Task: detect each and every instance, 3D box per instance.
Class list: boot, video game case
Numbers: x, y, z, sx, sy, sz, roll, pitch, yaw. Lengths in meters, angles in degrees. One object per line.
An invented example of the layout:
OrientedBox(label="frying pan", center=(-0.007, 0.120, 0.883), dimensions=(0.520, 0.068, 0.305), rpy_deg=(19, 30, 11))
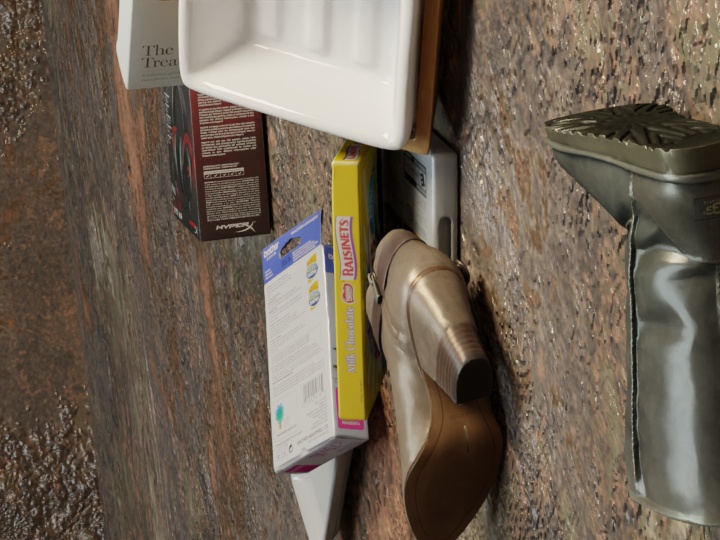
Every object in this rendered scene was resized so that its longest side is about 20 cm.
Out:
OrientedBox(label="boot", center=(0.155, 0.019, 1.173), dimensions=(0.182, 0.072, 0.201), rpy_deg=(-136, 35, -70))
OrientedBox(label="boot", center=(0.044, 0.076, 1.567), dimensions=(0.146, 0.070, 0.201), rpy_deg=(-123, 36, -47))
OrientedBox(label="video game case", center=(0.033, -0.031, 1.675), dimensions=(0.200, 0.023, 0.183), rpy_deg=(-131, 37, -63))

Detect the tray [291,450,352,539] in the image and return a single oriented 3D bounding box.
OrientedBox(label="tray", center=(-0.031, 0.163, 1.976), dimensions=(0.201, 0.022, 0.108), rpy_deg=(99, 159, -47))

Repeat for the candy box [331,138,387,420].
OrientedBox(label="candy box", center=(0.000, 0.000, 1.647), dimensions=(0.102, 0.026, 0.201), rpy_deg=(-59, -30, -66))

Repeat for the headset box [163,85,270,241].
OrientedBox(label="headset box", center=(-0.145, -0.143, 2.193), dimensions=(0.149, 0.075, 0.201), rpy_deg=(-141, 46, -70))

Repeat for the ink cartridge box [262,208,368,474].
OrientedBox(label="ink cartridge box", center=(-0.040, 0.061, 1.879), dimensions=(0.119, 0.042, 0.201), rpy_deg=(-34, 57, 57))

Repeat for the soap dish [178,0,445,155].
OrientedBox(label="soap dish", center=(-0.030, -0.180, 1.556), dimensions=(0.081, 0.199, 0.158), rpy_deg=(-49, -31, -49))

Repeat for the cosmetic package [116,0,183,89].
OrientedBox(label="cosmetic package", center=(-0.081, -0.213, 1.674), dimensions=(0.151, 0.199, 0.052), rpy_deg=(99, 159, -48))
